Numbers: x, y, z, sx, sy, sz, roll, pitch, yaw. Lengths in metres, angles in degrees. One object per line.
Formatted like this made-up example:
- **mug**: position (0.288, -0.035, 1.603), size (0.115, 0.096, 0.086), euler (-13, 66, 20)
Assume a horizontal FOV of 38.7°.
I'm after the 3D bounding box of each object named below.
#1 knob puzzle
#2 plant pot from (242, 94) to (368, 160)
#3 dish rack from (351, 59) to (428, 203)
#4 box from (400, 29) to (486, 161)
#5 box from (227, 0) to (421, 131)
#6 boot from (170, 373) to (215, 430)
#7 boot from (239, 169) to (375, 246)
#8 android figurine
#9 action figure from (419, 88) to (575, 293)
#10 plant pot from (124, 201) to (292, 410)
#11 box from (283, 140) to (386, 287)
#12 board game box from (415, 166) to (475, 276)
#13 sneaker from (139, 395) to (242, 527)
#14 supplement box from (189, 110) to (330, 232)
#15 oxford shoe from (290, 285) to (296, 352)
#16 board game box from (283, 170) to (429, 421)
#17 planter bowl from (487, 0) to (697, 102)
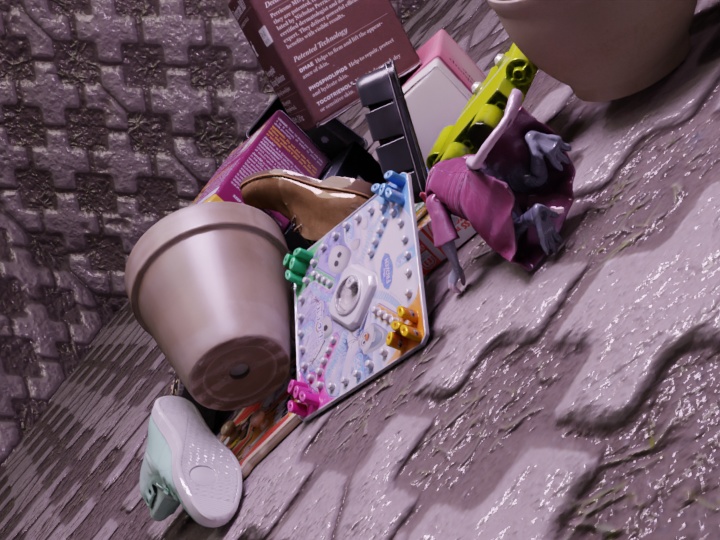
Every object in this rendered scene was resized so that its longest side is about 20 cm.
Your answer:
- **knob puzzle**: position (-0.131, 0.178, 1.185), size (0.219, 0.030, 0.220), euler (-45, 14, 14)
- **plant pot**: position (-0.134, -0.200, 1.978), size (0.178, 0.198, 0.201), euler (-48, 8, 46)
- **dish rack**: position (0.036, -0.153, 1.162), size (0.053, 0.156, 0.200), euler (-16, 9, 5)
- **box**: position (0.107, -0.216, 1.352), size (0.109, 0.128, 0.201), euler (-40, 15, 22)
- **box**: position (-0.051, -0.311, 1.340), size (0.163, 0.202, 0.166), euler (-32, 11, -9)
- **boot**: position (-0.215, 0.134, 1.391), size (0.150, 0.072, 0.204), euler (-177, 97, -78)
- **boot**: position (-0.069, -0.069, 1.195), size (0.197, 0.073, 0.077), euler (9, 77, 34)
- **android figurine**: position (0.137, -0.177, 1.091), size (0.182, 0.041, 0.201), euler (-49, 10, 46)
- **action figure**: position (0.101, -0.068, 0.927), size (0.135, 0.149, 0.199), euler (-55, 28, -12)
- **plant pot**: position (-0.154, 0.054, 1.162), size (0.200, 0.199, 0.175), euler (-43, 45, 17)
- **box**: position (-0.055, -0.036, 1.377), size (0.199, 0.117, 0.198), euler (-40, 15, 34)
- **board game box**: position (0.119, -0.099, 1.153), size (0.151, 0.046, 0.201), euler (-41, 15, 27)
- **sneaker**: position (-0.186, 0.239, 1.108), size (0.201, 0.072, 0.120), euler (47, 127, 53)
- **supplement box**: position (-0.147, -0.092, 1.344), size (0.130, 0.103, 0.201), euler (-32, 22, 48)
- **oxford shoe**: position (-0.086, 0.069, 1.284), size (0.199, 0.075, 0.058), euler (-40, 36, 32)
- **board game box**: position (-0.013, 0.025, 1.056), size (0.199, 0.026, 0.203), euler (-36, 46, 38)
- **planter bowl**: position (0.232, -0.246, 0.965), size (0.197, 0.136, 0.201), euler (-25, 24, 12)
